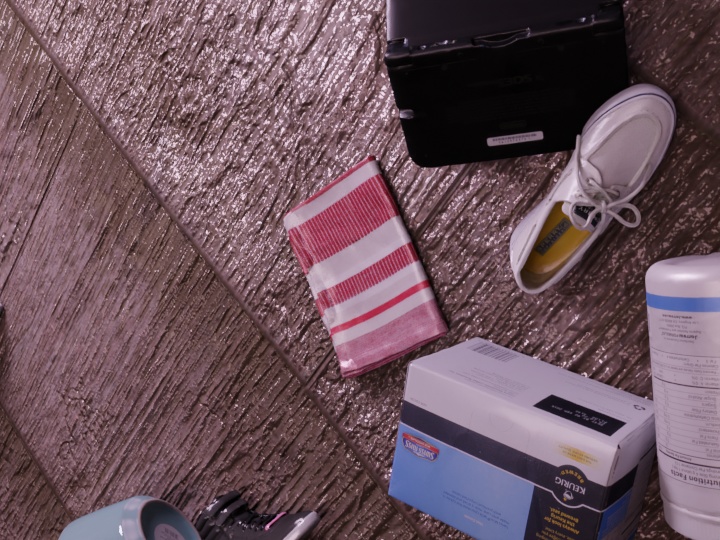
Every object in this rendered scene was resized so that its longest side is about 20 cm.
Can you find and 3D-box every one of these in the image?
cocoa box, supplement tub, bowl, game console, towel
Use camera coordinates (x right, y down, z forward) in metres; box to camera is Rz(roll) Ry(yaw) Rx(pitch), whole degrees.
[{"bbox_3d":[0.145,0.161,0.775,0.198,0.133,0.133,18,107,33],"label":"cocoa box"},{"bbox_3d":[0.288,0.090,0.662,0.130,0.131,0.204,-4,95,36],"label":"supplement tub"},{"bbox_3d":[-0.269,0.364,1.093,0.105,0.200,0.202,-42,70,11],"label":"bowl"},{"bbox_3d":[0.128,-0.202,0.766,0.197,0.117,0.178,-5,129,17],"label":"game console"},{"bbox_3d":[0.000,0.000,0.932,0.143,0.023,0.203,-29,78,35],"label":"towel"}]

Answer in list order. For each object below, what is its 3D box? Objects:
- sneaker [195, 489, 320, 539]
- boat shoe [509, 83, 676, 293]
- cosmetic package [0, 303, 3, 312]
[{"bbox_3d":[-0.131,0.303,1.037,0.200,0.070,0.100,-40,78,37],"label":"sneaker"},{"bbox_3d":[0.190,-0.058,0.729,0.074,0.086,0.203,32,121,-9],"label":"boat shoe"},{"bbox_3d":[-0.653,0.103,1.399,0.102,0.074,0.201,43,120,23],"label":"cosmetic package"}]
